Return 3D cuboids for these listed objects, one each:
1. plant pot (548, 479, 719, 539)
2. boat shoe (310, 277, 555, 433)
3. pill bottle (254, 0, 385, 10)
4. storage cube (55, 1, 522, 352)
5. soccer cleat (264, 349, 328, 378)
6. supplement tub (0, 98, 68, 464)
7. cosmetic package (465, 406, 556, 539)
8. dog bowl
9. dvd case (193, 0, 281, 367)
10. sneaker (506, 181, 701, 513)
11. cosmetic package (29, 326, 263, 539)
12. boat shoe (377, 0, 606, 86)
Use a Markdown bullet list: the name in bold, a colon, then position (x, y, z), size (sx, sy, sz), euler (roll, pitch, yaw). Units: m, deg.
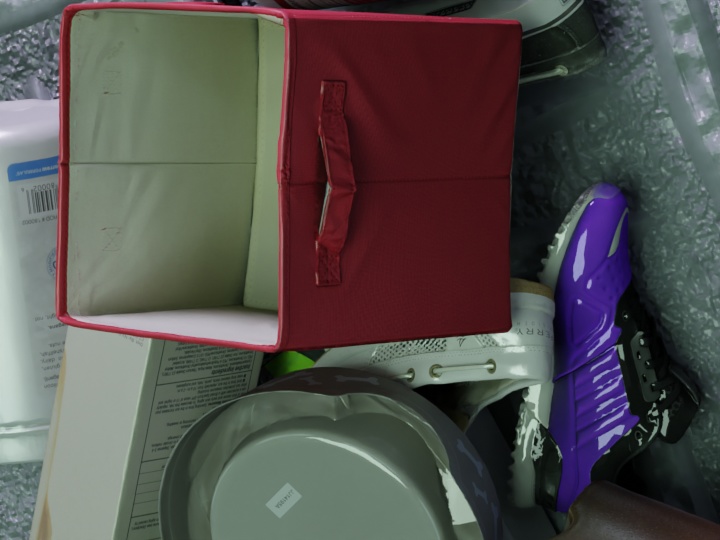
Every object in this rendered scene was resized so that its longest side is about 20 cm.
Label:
- **plant pot**: position (0.185, 0.221, 1.512), size (0.197, 0.200, 0.201), euler (25, 114, 17)
- **boat shoe**: position (0.034, 0.067, 1.564), size (0.200, 0.071, 0.070), euler (-31, 58, 48)
- **pill bottle**: position (-0.009, -0.205, 1.559), size (0.199, 0.112, 0.113), euler (-4, 101, 29)
- **storage cube**: position (-0.038, -0.054, 1.471), size (0.199, 0.179, 0.172), euler (6, 97, 45)
- **soccer cleat**: position (0.000, 0.000, 1.637), size (0.081, 0.067, 0.200), euler (43, 121, 13)
- **supplement tub**: position (-0.205, 0.004, 1.682), size (0.131, 0.132, 0.201), euler (1, 104, 28)
- **cosmetic package**: position (0.082, 0.185, 1.649), size (0.082, 0.051, 0.201), euler (-30, 88, 35)
- **dog bowl**: position (-0.011, 0.144, 1.548), size (0.199, 0.059, 0.201), euler (10, 117, 19)
- **dvd case**: position (-0.084, -0.045, 1.656), size (0.150, 0.025, 0.201), euler (-37, 73, 41)
- **sneaker**: position (0.148, 0.050, 1.576), size (0.099, 0.070, 0.201), euler (14, 112, 16)
- **cosmetic package**: position (-0.123, 0.090, 1.623), size (0.071, 0.105, 0.201), euler (25, 109, 37)
- **boat shoe**: position (0.048, -0.116, 1.575), size (0.199, 0.071, 0.064), euler (-12, 118, 40)
